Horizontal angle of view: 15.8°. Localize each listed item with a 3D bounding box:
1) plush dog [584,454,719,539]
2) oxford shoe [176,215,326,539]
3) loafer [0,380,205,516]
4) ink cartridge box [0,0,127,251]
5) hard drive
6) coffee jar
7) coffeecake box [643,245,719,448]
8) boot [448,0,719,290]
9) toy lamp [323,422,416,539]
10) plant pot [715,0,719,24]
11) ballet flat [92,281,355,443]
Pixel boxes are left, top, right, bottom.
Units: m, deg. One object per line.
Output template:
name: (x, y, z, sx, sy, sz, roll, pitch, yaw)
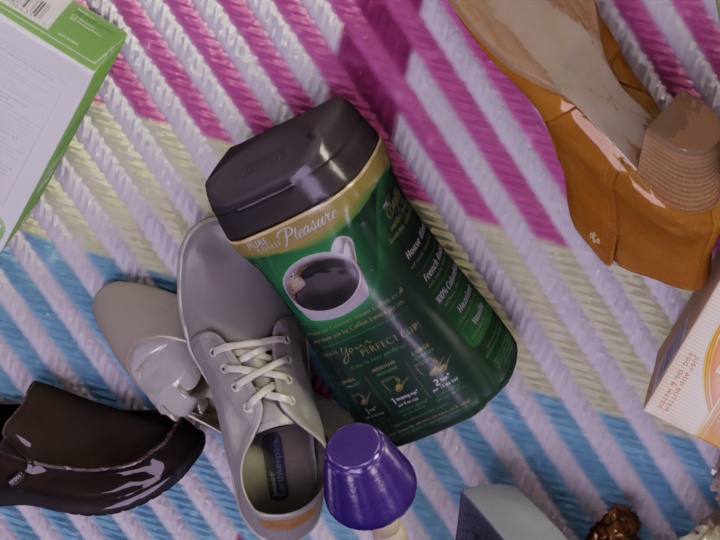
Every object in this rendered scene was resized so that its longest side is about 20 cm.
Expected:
plush dog: (0.212, 0.220, 1.557, 0.171, 0.160, 0.201, -11, 117, 51)
oxford shoe: (-0.060, 0.063, 1.540, 0.075, 0.058, 0.201, -12, 84, -9)
loafer: (-0.195, 0.108, 1.638, 0.199, 0.073, 0.072, -6, 120, 19)
ink cartridge box: (-0.230, -0.083, 1.545, 0.103, 0.059, 0.201, 31, 122, -1)
hard drive: (0.126, 0.228, 1.556, 0.200, 0.042, 0.135, 51, 156, 30)
coffee jar: (0.000, 0.000, 1.511, 0.104, 0.085, 0.201, -23, 112, 30)
coffeecake box: (0.284, 0.050, 1.464, 0.199, 0.073, 0.154, 26, 122, 0)
boot: (0.119, -0.078, 1.440, 0.201, 0.071, 0.144, 40, 155, 23)
toy lamp: (0.019, 0.162, 1.551, 0.058, 0.058, 0.201, -2, 141, 17)
plant pot: (0.253, -0.151, 1.303, 0.199, 0.200, 0.185, -15, 103, 24)
ballet flat: (-0.084, 0.076, 1.592, 0.199, 0.070, 0.070, 30, 123, -2)
